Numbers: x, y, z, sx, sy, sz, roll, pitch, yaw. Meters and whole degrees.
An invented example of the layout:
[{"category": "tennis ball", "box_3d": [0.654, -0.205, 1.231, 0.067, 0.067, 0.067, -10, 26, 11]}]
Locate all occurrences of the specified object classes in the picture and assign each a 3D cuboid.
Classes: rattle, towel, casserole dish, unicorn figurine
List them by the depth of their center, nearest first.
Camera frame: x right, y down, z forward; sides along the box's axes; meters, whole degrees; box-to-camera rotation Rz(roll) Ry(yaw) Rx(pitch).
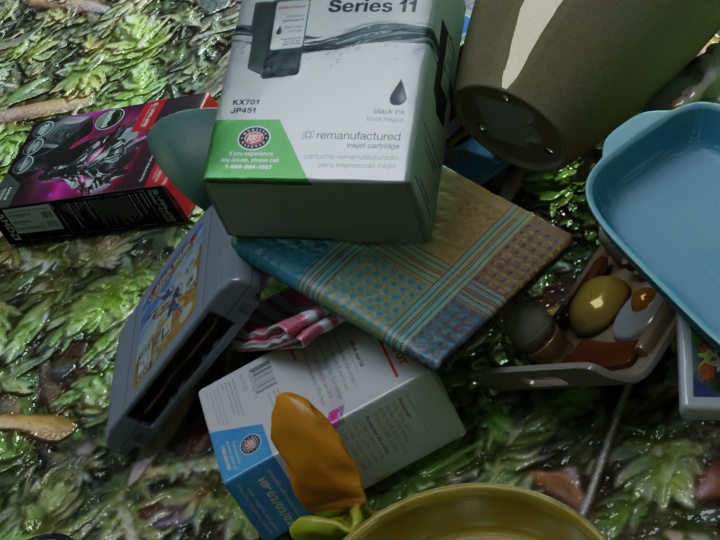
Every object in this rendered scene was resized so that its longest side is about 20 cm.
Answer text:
[{"category": "casserole dish", "box_3d": [0.225, -0.017, 1.091, 0.121, 0.039, 0.200, -34, 64, -14]}, {"category": "rattle", "box_3d": [-0.054, 0.201, 1.100, 0.200, 0.143, 0.130, -43, 37, -17]}, {"category": "towel", "box_3d": [0.026, -0.018, 1.229, 0.200, 0.022, 0.147, 31, 61, 33]}, {"category": "towel", "box_3d": [0.000, 0.000, 1.305, 0.200, 0.030, 0.146, -32, 9, -23]}, {"category": "unicorn figurine", "box_3d": [0.247, -0.127, 1.321, 0.200, 0.074, 0.137, -5, 33, 37]}]

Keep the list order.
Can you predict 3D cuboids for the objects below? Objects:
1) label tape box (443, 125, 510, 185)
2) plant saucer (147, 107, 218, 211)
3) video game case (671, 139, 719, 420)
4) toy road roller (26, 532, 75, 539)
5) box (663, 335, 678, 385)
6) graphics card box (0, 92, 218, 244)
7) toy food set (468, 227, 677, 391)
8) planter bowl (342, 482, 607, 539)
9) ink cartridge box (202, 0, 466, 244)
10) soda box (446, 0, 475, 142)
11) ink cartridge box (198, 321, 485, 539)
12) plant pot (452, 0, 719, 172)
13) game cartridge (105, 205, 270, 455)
[{"category": "label tape box", "box_3d": [0.087, -0.113, 1.400, 0.143, 0.066, 0.200, -35, 37, -30]}, {"category": "plant saucer", "box_3d": [-0.069, -0.064, 1.380, 0.201, 0.201, 0.039, -2, 68, 32]}, {"category": "video game case", "box_3d": [0.286, 0.001, 1.111, 0.182, 0.022, 0.200, 1, 60, 5]}, {"category": "toy road roller", "box_3d": [-0.153, 0.261, 1.119, 0.146, 0.123, 0.200, -4, 43, 13]}, {"category": "box", "box_3d": [0.280, -0.010, 1.193, 0.122, 0.048, 0.200, 2, 48, 39]}, {"category": "graphics card box", "box_3d": [-0.226, -0.091, 1.617, 0.200, 0.051, 0.126, -7, 44, 29]}, {"category": "toy food set", "box_3d": [0.166, -0.002, 1.202, 0.200, 0.060, 0.143, -55, 20, -22]}, {"category": "planter bowl", "box_3d": [0.065, 0.228, 1.025, 0.200, 0.084, 0.201, -9, 50, 11]}, {"category": "ink cartridge box", "box_3d": [-0.014, -0.125, 1.237, 0.146, 0.083, 0.200, 1, 61, 14]}, {"category": "soda box", "box_3d": [0.085, -0.172, 1.373, 0.070, 0.064, 0.200, 13, 40, 37]}, {"category": "ink cartridge box", "box_3d": [-0.004, 0.088, 1.248, 0.200, 0.068, 0.115, -29, 33, 3]}, {"category": "plant pot", "box_3d": [0.152, -0.174, 1.272, 0.187, 0.187, 0.200, 13, 61, 42]}, {"category": "game cartridge", "box_3d": [-0.130, 0.032, 1.344, 0.200, 0.041, 0.133, -50, 29, 32]}]
